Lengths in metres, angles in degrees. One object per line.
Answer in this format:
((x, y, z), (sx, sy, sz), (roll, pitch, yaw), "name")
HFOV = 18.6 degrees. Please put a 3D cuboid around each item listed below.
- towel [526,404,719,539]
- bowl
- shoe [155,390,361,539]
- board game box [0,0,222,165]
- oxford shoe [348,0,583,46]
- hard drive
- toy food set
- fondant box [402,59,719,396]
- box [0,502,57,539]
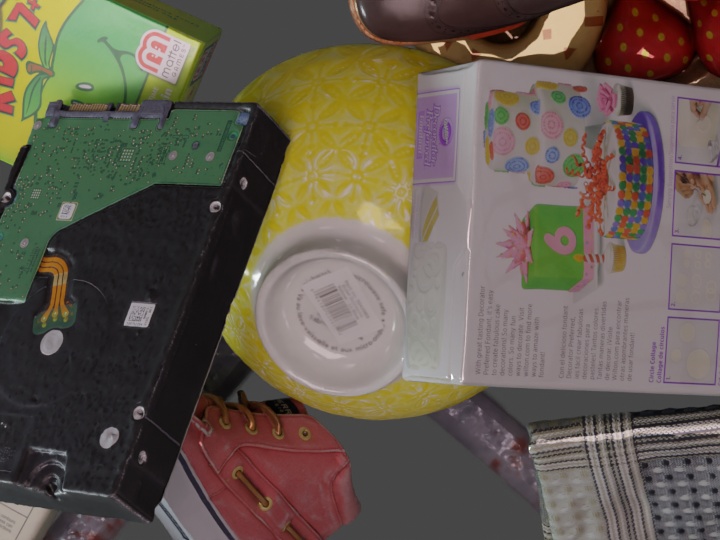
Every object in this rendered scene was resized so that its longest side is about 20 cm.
((0.186, 0.142, 1.105), (0.191, 0.035, 0.201), (-6, 133, 10), "towel")
((0.000, 0.000, 1.078), (0.199, 0.108, 0.201), (6, 119, 12), "bowl")
((-0.072, 0.084, 1.117), (0.091, 0.071, 0.201), (-42, 127, -16), "shoe")
((-0.183, -0.116, 1.130), (0.199, 0.048, 0.102), (25, 107, 1), "board game box")
((0.084, -0.152, 1.017), (0.199, 0.073, 0.072), (-20, 101, 13), "oxford shoe")
((-0.124, 0.014, 1.027), (0.139, 0.038, 0.201), (3, 64, 33), "hard drive")
((0.122, -0.171, 1.070), (0.199, 0.049, 0.199), (7, 105, 7), "toy food set")
((0.121, -0.015, 1.036), (0.199, 0.058, 0.145), (4, 88, -30), "fondant box")
((-0.207, 0.117, 1.177), (0.095, 0.078, 0.201), (31, 107, -1), "box")
